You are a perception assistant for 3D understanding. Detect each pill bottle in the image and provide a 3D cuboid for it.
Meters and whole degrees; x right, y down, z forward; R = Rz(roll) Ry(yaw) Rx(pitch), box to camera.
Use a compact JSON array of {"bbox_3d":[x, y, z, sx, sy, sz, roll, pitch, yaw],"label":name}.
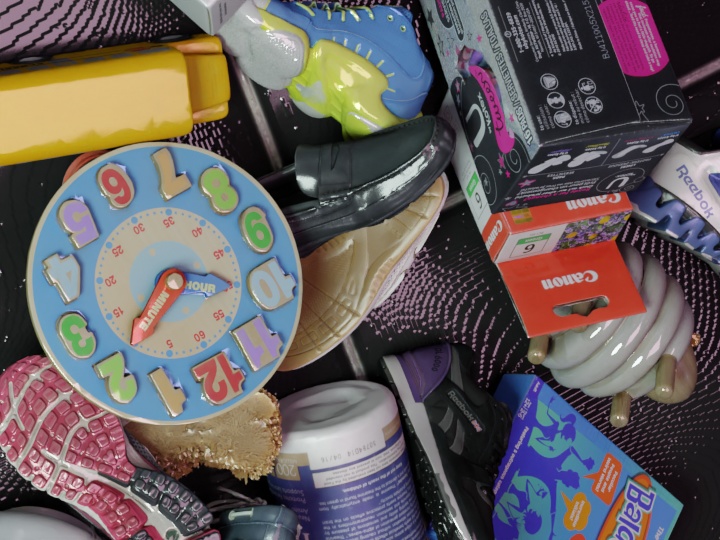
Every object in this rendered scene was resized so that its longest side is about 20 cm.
[{"bbox_3d":[-0.008,0.196,1.592,0.110,0.111,0.201,-18,107,-18],"label":"pill bottle"}]

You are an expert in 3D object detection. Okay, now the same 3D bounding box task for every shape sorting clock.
[{"bbox_3d":[-0.134,0.008,1.443,0.199,0.039,0.201,2,84,-22],"label":"shape sorting clock"}]

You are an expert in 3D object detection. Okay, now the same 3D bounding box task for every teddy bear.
[{"bbox_3d":[-0.156,0.103,1.515,0.199,0.067,0.146,-13,112,7],"label":"teddy bear"}]

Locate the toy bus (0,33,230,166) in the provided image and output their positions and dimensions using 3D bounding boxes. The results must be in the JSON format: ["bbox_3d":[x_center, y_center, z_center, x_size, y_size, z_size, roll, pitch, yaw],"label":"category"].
[{"bbox_3d":[-0.188,-0.123,1.468,0.199,0.078,0.065,-11,105,-20],"label":"toy bus"}]

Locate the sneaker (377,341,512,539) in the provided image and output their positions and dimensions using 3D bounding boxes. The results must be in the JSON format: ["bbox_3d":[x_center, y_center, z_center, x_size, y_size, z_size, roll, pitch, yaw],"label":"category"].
[{"bbox_3d":[0.084,0.138,1.577,0.087,0.201,0.076,-16,149,-9],"label":"sneaker"}]

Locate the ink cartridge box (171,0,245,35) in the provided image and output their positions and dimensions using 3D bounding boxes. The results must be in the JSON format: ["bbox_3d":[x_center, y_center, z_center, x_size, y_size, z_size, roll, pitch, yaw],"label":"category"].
[{"bbox_3d":[-0.092,-0.291,1.444,0.146,0.084,0.200,41,83,3],"label":"ink cartridge box"}]

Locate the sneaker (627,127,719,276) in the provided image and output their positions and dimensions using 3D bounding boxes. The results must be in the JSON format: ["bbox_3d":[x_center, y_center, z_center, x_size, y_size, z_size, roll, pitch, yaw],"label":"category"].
[{"bbox_3d":[0.315,-0.054,1.694,0.199,0.081,0.116,30,91,-23],"label":"sneaker"}]

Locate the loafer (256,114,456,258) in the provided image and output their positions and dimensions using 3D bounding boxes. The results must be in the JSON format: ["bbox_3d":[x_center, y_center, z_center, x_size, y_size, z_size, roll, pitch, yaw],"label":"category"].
[{"bbox_3d":[-0.022,-0.063,1.511,0.200,0.068,0.070,-26,125,24],"label":"loafer"}]

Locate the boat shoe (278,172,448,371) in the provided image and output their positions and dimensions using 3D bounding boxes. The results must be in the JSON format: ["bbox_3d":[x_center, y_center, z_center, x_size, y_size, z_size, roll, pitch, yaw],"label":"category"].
[{"bbox_3d":[0.000,0.000,1.578,0.200,0.069,0.071,-46,75,11],"label":"boat shoe"}]

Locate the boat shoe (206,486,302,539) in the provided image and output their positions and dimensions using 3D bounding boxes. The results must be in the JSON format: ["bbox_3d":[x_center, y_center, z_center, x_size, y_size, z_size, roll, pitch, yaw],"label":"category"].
[{"bbox_3d":[-0.083,0.197,1.519,0.075,0.200,0.062,18,81,-6],"label":"boat shoe"}]

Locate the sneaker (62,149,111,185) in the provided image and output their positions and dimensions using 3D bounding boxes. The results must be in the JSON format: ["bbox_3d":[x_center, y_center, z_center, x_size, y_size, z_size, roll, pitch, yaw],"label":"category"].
[{"bbox_3d":[-0.157,0.010,1.507,0.077,0.082,0.201,-33,111,-13],"label":"sneaker"}]

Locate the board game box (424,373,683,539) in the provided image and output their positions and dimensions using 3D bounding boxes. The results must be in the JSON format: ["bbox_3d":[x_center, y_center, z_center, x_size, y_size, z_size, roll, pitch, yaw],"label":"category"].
[{"bbox_3d":[0.160,0.201,1.671,0.200,0.045,0.153,40,66,-29],"label":"board game box"}]

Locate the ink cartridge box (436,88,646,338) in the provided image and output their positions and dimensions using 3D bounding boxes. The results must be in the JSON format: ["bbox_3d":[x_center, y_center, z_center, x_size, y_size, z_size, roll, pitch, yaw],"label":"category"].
[{"bbox_3d":[0.143,-0.055,1.575,0.108,0.050,0.201,-11,63,-20],"label":"ink cartridge box"}]

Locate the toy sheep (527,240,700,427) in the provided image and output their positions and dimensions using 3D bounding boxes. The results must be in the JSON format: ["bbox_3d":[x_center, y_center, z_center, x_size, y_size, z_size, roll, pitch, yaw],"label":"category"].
[{"bbox_3d":[0.191,0.038,1.634,0.200,0.138,0.138,41,84,-19],"label":"toy sheep"}]

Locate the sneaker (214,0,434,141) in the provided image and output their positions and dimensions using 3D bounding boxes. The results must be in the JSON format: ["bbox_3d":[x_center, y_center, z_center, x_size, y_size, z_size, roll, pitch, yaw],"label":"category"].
[{"bbox_3d":[-0.024,-0.173,1.542,0.200,0.076,0.105,40,66,-24],"label":"sneaker"}]

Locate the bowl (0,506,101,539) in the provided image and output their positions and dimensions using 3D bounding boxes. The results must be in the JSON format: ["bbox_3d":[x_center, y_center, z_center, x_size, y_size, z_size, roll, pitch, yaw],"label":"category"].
[{"bbox_3d":[-0.239,0.235,1.493,0.200,0.091,0.202,6,135,6],"label":"bowl"}]

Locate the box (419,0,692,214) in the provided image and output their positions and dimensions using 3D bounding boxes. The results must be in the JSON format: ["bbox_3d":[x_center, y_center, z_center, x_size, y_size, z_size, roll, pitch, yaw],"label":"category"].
[{"bbox_3d":[0.138,-0.160,1.532,0.131,0.115,0.201,-10,67,-20],"label":"box"}]

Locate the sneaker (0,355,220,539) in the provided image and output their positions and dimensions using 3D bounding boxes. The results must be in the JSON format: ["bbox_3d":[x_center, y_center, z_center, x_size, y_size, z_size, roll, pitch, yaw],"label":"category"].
[{"bbox_3d":[-0.186,0.146,1.462,0.081,0.075,0.200,-43,91,-12],"label":"sneaker"}]
